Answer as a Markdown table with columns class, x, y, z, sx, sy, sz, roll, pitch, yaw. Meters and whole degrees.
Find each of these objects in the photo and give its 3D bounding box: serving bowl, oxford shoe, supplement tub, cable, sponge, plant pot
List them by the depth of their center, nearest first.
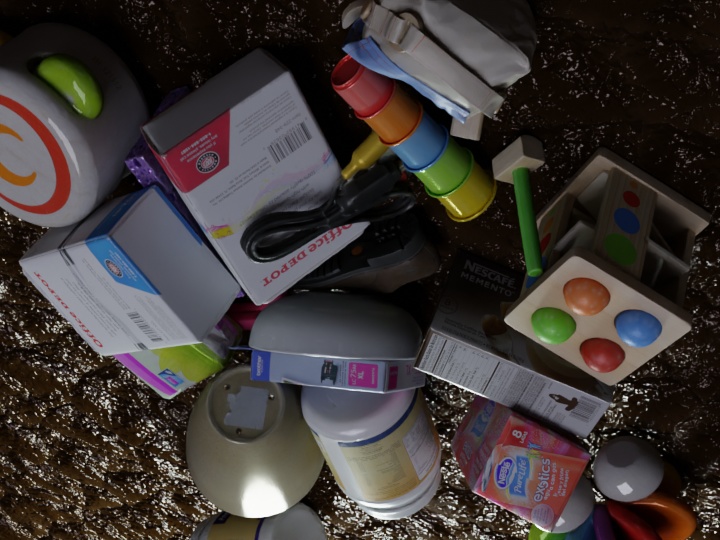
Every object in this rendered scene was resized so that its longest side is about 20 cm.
| class | x | y | z | sx | sy | sz | roll | pitch | yaw |
| --- | --- | --- | --- | --- | --- | --- | --- | --- | --- |
| cable | -0.024 | -0.066 | 1.053 | 0.199 | 0.051 | 0.097 | -31 | 142 | 1 |
| sponge | -0.162 | -0.079 | 1.139 | 0.030 | 0.112 | 0.201 | -7 | 132 | 32 |
| oxford shoe | 0.000 | 0.000 | 1.180 | 0.198 | 0.073 | 0.084 | -8 | 141 | 38 |
| serving bowl | -0.025 | 0.058 | 1.208 | 0.197 | 0.067 | 0.200 | 3 | 180 | 0 |
| plant pot | -0.133 | 0.191 | 1.332 | 0.185 | 0.189 | 0.200 | 20 | 158 | 5 |
| supplement tub | 0.020 | 0.200 | 1.337 | 0.143 | 0.145 | 0.201 | 3 | 137 | 25 |
| supplement tub | -0.164 | 0.445 | 1.712 | 0.198 | 0.146 | 0.146 | -15 | 127 | 39 |

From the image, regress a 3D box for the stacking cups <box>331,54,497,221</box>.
| class | x | y | z | sx | sy | sz | roll | pitch | yaw |
| --- | --- | --- | --- | --- | --- | --- | --- | --- | --- |
| stacking cups | 0.048 | -0.125 | 0.993 | 0.060 | 0.061 | 0.200 | -15 | 137 | 39 |

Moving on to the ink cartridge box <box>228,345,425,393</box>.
| class | x | y | z | sx | sy | sz | roll | pitch | yaw |
| --- | --- | --- | --- | --- | --- | --- | --- | --- | --- |
| ink cartridge box | -0.037 | 0.109 | 1.223 | 0.198 | 0.043 | 0.119 | 5 | 180 | 25 |

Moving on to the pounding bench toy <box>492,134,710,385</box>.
| class | x | y | z | sx | sy | sz | roll | pitch | yaw |
| --- | --- | --- | --- | --- | --- | --- | --- | --- | --- |
| pounding bench toy | 0.194 | -0.015 | 0.991 | 0.199 | 0.157 | 0.124 | 30 | 141 | -7 |

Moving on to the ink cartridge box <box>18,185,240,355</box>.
| class | x | y | z | sx | sy | sz | roll | pitch | yaw |
| --- | --- | --- | --- | --- | --- | --- | --- | --- | --- |
| ink cartridge box | -0.245 | 0.006 | 1.134 | 0.199 | 0.086 | 0.147 | -9 | 127 | 48 |

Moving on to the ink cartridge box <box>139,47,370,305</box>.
| class | x | y | z | sx | sy | sz | roll | pitch | yaw |
| --- | --- | --- | --- | --- | --- | --- | --- | --- | --- |
| ink cartridge box | -0.100 | -0.090 | 1.060 | 0.086 | 0.147 | 0.201 | 45 | 166 | 50 |

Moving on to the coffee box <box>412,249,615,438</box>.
| class | x | y | z | sx | sy | sz | roll | pitch | yaw |
| --- | --- | --- | --- | --- | --- | --- | --- | --- | --- |
| coffee box | 0.170 | 0.076 | 1.143 | 0.198 | 0.115 | 0.080 | 23 | 142 | 4 |

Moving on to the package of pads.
| class | x | y | z | sx | sy | sz | roll | pitch | yaw |
| --- | --- | --- | --- | --- | --- | --- | --- | --- | --- |
| package of pads | -0.258 | 0.059 | 1.327 | 0.200 | 0.069 | 0.154 | 42 | 137 | -18 |

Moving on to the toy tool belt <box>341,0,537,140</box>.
| class | x | y | z | sx | sy | sz | roll | pitch | yaw |
| --- | --- | --- | --- | --- | --- | --- | --- | --- | --- |
| toy tool belt | 0.040 | -0.194 | 0.897 | 0.198 | 0.126 | 0.123 | 30 | 133 | -6 |

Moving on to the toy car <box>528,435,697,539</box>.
| class | x | y | z | sx | sy | sz | roll | pitch | yaw |
| --- | --- | --- | --- | --- | --- | --- | --- | --- | --- |
| toy car | 0.301 | 0.310 | 1.279 | 0.198 | 0.151 | 0.176 | -25 | 130 | 6 |

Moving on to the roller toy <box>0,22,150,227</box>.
| class | x | y | z | sx | sy | sz | roll | pitch | yaw |
| --- | --- | --- | --- | --- | --- | --- | --- | --- | --- |
| roller toy | -0.317 | -0.153 | 1.115 | 0.198 | 0.140 | 0.184 | 9 | 129 | 25 |

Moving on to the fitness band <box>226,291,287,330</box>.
| class | x | y | z | sx | sy | sz | roll | pitch | yaw |
| --- | --- | --- | --- | --- | --- | --- | --- | --- | --- |
| fitness band | -0.184 | 0.014 | 1.318 | 0.198 | 0.038 | 0.144 | -4 | 133 | 29 |

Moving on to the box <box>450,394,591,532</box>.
| class | x | y | z | sx | sy | sz | roll | pitch | yaw |
| --- | --- | --- | --- | --- | --- | --- | --- | --- | --- |
| box | 0.174 | 0.202 | 1.216 | 0.102 | 0.096 | 0.200 | 27 | -177 | -3 |
